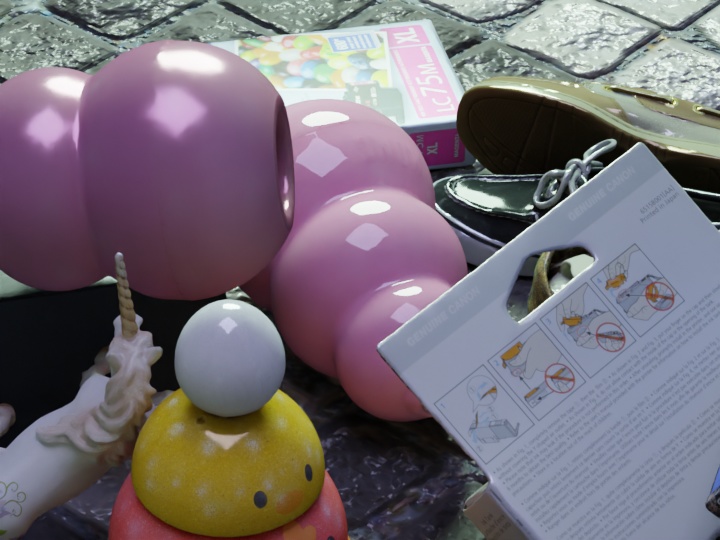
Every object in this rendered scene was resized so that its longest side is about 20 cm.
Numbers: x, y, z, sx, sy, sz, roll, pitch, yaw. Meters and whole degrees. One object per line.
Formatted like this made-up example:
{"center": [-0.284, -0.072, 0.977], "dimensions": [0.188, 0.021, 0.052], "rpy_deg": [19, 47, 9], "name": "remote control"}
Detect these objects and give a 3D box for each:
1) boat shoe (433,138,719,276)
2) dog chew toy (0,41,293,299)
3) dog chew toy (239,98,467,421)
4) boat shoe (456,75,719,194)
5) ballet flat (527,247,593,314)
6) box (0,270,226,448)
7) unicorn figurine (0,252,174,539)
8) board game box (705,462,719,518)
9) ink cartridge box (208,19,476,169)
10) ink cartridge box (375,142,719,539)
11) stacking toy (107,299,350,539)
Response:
{"center": [0.129, -0.033, 1.447], "dimensions": [0.199, 0.068, 0.074], "rpy_deg": [16, 40, 20], "name": "boat shoe"}
{"center": [-0.135, -0.044, 1.244], "dimensions": [0.200, 0.125, 0.125], "rpy_deg": [-5, 37, 6], "name": "dog chew toy"}
{"center": [0.000, 0.000, 1.367], "dimensions": [0.124, 0.125, 0.200], "rpy_deg": [-15, 47, -19], "name": "dog chew toy"}
{"center": [0.156, -0.072, 1.505], "dimensions": [0.200, 0.074, 0.066], "rpy_deg": [19, 36, 8], "name": "boat shoe"}
{"center": [0.147, 0.047, 1.345], "dimensions": [0.071, 0.071, 0.200], "rpy_deg": [-15, 40, -19], "name": "ballet flat"}
{"center": [-0.183, -0.002, 1.373], "dimensions": [0.200, 0.104, 0.182], "rpy_deg": [-7, 38, -10], "name": "box"}
{"center": [-0.138, 0.076, 1.228], "dimensions": [0.074, 0.200, 0.137], "rpy_deg": [39, 11, -5], "name": "unicorn figurine"}
{"center": [0.283, 0.089, 1.198], "dimensions": [0.200, 0.097, 0.160], "rpy_deg": [34, 41, -4], "name": "board game box"}
{"center": [-0.039, -0.099, 1.559], "dimensions": [0.200, 0.042, 0.119], "rpy_deg": [-9, 38, -9], "name": "ink cartridge box"}
{"center": [0.125, 0.058, 1.262], "dimensions": [0.200, 0.044, 0.174], "rpy_deg": [-37, 80, -28], "name": "ink cartridge box"}
{"center": [-0.062, 0.099, 1.162], "dimensions": [0.146, 0.200, 0.146], "rpy_deg": [0, 38, 0], "name": "stacking toy"}
